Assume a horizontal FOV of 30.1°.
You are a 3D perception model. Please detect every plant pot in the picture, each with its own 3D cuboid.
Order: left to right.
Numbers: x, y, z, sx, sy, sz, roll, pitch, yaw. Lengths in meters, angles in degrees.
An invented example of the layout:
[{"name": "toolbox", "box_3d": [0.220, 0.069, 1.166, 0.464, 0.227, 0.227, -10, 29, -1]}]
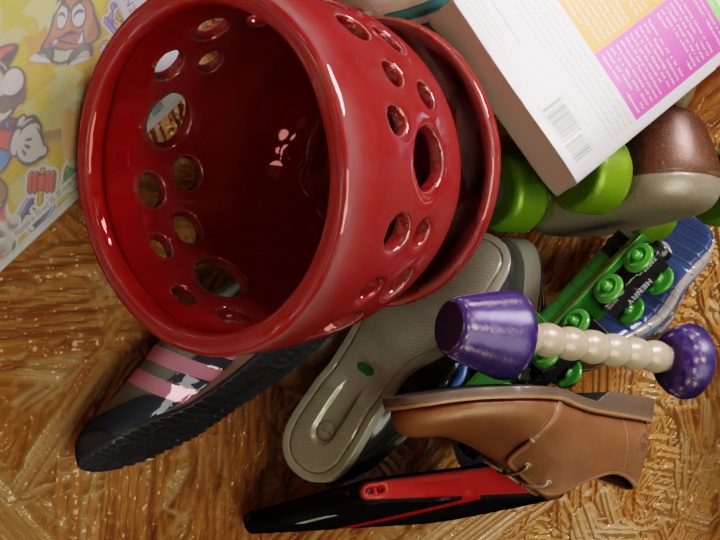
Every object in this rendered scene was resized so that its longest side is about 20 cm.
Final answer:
[{"name": "plant pot", "box_3d": [-0.034, -0.059, 0.771, 0.182, 0.200, 0.202, -7, 118, -55]}]

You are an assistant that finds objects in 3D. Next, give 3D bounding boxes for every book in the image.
[{"name": "book", "box_3d": [0.156, -0.155, 0.849, 0.200, 0.048, 0.134, -37, 93, -29]}]

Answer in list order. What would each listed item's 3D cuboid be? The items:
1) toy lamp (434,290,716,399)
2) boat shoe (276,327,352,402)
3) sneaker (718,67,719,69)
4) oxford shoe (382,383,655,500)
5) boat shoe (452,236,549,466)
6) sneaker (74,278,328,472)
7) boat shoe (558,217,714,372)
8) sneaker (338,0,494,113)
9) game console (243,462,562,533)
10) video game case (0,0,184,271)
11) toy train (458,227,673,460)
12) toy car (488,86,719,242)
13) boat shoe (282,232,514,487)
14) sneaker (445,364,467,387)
[{"name": "toy lamp", "box_3d": [0.137, 0.049, 0.853, 0.199, 0.058, 0.059, 11, 106, -29]}, {"name": "boat shoe", "box_3d": [0.000, 0.000, 0.915, 0.072, 0.076, 0.201, 33, 91, -34]}, {"name": "sneaker", "box_3d": [0.300, -0.236, 0.982, 0.112, 0.071, 0.201, 4, 92, -53]}, {"name": "oxford shoe", "box_3d": [0.104, 0.107, 0.845, 0.199, 0.071, 0.072, 9, 80, -26]}, {"name": "boat shoe", "box_3d": [0.115, 0.063, 1.016, 0.063, 0.071, 0.201, -8, 123, -26]}, {"name": "sneaker", "box_3d": [-0.114, 0.058, 0.889, 0.199, 0.082, 0.070, -33, 157, 8]}, {"name": "boat shoe", "box_3d": [0.207, 0.031, 1.020, 0.200, 0.072, 0.073, -32, 143, -38]}, {"name": "sneaker", "box_3d": [0.034, -0.154, 0.865, 0.199, 0.070, 0.094, 10, 101, -35]}, {"name": "game console", "box_3d": [0.032, 0.159, 0.946, 0.176, 0.200, 0.031, 3, 73, -28]}, {"name": "video game case", "box_3d": [-0.189, -0.112, 0.726, 0.200, 0.023, 0.183, -48, 139, -28]}, {"name": "toy train", "box_3d": [0.133, 0.049, 0.922, 0.200, 0.056, 0.042, -47, 126, 5]}, {"name": "toy car", "box_3d": [0.179, -0.128, 0.949, 0.163, 0.157, 0.201, 3, 81, -34]}, {"name": "boat shoe", "box_3d": [0.030, 0.059, 0.888, 0.200, 0.072, 0.068, -51, 147, 3]}, {"name": "sneaker", "box_3d": [0.024, 0.072, 0.955, 0.074, 0.082, 0.201, 22, 100, -37]}]
